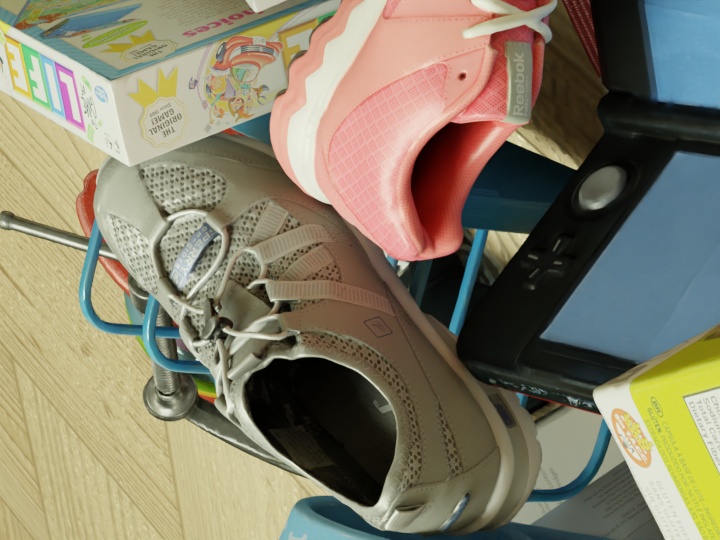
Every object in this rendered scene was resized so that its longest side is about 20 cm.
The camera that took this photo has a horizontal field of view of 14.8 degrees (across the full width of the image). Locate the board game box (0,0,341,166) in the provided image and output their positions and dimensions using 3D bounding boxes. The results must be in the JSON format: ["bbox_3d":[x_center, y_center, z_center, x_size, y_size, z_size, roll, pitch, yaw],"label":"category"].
[{"bbox_3d":[-0.035,-0.105,1.060,0.134,0.199,0.034,30,136,54],"label":"board game box"}]

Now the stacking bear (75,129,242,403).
[{"bbox_3d":[-0.070,0.014,1.423,0.114,0.121,0.200,61,168,17],"label":"stacking bear"}]

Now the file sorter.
[{"bbox_3d":[0.000,0.000,1.099,0.200,0.138,0.123,27,106,44],"label":"file sorter"}]

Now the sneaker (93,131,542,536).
[{"bbox_3d":[-0.026,0.017,0.963,0.200,0.082,0.075,39,115,25],"label":"sneaker"}]

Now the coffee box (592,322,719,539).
[{"bbox_3d":[0.218,0.064,0.690,0.201,0.199,0.198,63,158,0],"label":"coffee box"}]

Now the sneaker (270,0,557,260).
[{"bbox_3d":[0.042,-0.091,0.916,0.087,0.073,0.201,50,129,40],"label":"sneaker"}]

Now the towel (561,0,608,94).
[{"bbox_3d":[0.096,-0.145,0.965,0.144,0.023,0.201,2,119,64],"label":"towel"}]

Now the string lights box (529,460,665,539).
[{"bbox_3d":[0.116,0.154,1.159,0.059,0.102,0.201,45,154,28],"label":"string lights box"}]

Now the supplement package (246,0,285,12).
[{"bbox_3d":[-0.032,-0.198,1.000,0.200,0.113,0.110,-122,12,-54],"label":"supplement package"}]

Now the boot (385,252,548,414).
[{"bbox_3d":[0.020,0.000,1.229,0.169,0.076,0.200,58,163,4],"label":"boot"}]

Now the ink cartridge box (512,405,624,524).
[{"bbox_3d":[0.028,0.131,1.197,0.068,0.199,0.115,60,159,4],"label":"ink cartridge box"}]

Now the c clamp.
[{"bbox_3d":[-0.071,0.040,1.298,0.170,0.027,0.200,18,155,15],"label":"c clamp"}]

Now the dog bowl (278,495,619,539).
[{"bbox_3d":[0.059,0.121,0.981,0.111,0.199,0.050,-152,74,-76],"label":"dog bowl"}]

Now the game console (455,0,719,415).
[{"bbox_3d":[0.111,-0.048,0.872,0.200,0.173,0.119,13,149,53],"label":"game console"}]
